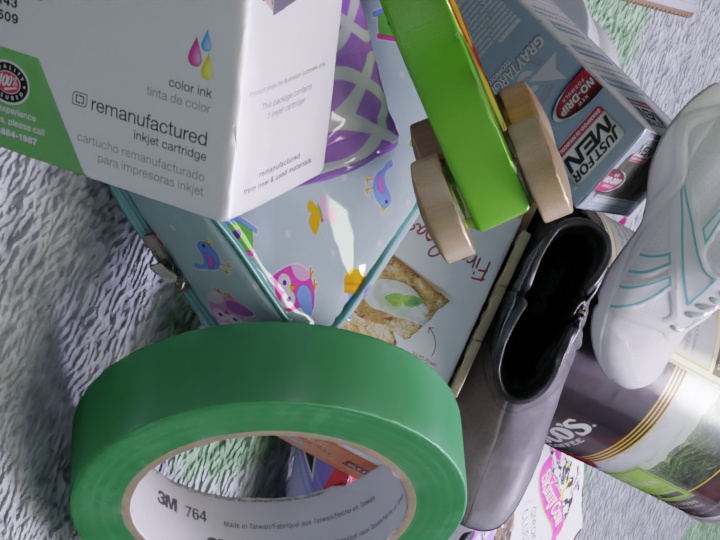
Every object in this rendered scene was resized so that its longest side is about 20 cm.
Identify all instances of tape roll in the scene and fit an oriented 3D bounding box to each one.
[{"bbox_3d":[-0.047,0.100,1.170,0.201,0.199,0.048,71,12,-54],"label":"tape roll"}]

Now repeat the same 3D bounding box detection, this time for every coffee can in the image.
[{"bbox_3d":[0.170,0.056,1.457,0.199,0.146,0.147,26,80,-27],"label":"coffee can"}]

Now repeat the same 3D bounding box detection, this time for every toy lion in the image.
[{"bbox_3d":[0.031,-0.117,1.079,0.200,0.068,0.193,-84,152,-78],"label":"toy lion"}]

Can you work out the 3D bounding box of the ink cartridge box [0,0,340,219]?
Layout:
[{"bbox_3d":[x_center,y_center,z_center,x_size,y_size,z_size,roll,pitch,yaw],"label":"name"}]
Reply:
[{"bbox_3d":[-0.085,-0.142,0.954,0.084,0.144,0.201,-30,133,-55],"label":"ink cartridge box"}]

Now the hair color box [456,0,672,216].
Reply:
[{"bbox_3d":[0.089,-0.122,1.305,0.061,0.200,0.099,-48,161,15],"label":"hair color box"}]

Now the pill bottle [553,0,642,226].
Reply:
[{"bbox_3d":[0.119,-0.102,1.499,0.114,0.113,0.200,-64,156,-18],"label":"pill bottle"}]

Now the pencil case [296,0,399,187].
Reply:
[{"bbox_3d":[-0.047,-0.132,1.043,0.084,0.085,0.201,-32,106,-68],"label":"pencil case"}]

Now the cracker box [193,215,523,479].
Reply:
[{"bbox_3d":[0.000,0.000,1.272,0.201,0.133,0.058,-65,-170,-16],"label":"cracker box"}]

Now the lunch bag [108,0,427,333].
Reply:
[{"bbox_3d":[-0.035,-0.062,1.166,0.200,0.077,0.161,-54,126,-34],"label":"lunch bag"}]

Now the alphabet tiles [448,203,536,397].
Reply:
[{"bbox_3d":[0.057,0.039,1.345,0.167,0.006,0.200,-64,-177,-12],"label":"alphabet tiles"}]

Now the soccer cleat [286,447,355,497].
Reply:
[{"bbox_3d":[-0.011,0.122,1.399,0.068,0.073,0.201,9,105,-24],"label":"soccer cleat"}]

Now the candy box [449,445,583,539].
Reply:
[{"bbox_3d":[0.078,0.171,1.544,0.200,0.071,0.169,-51,150,-39],"label":"candy box"}]

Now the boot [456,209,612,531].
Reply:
[{"bbox_3d":[0.083,0.059,1.286,0.132,0.069,0.201,-61,166,-82],"label":"boot"}]

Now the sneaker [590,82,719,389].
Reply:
[{"bbox_3d":[0.187,-0.002,1.290,0.070,0.080,0.201,-32,149,-43],"label":"sneaker"}]

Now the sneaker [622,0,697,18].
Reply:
[{"bbox_3d":[0.203,-0.243,1.643,0.200,0.070,0.109,-1,109,-63],"label":"sneaker"}]
